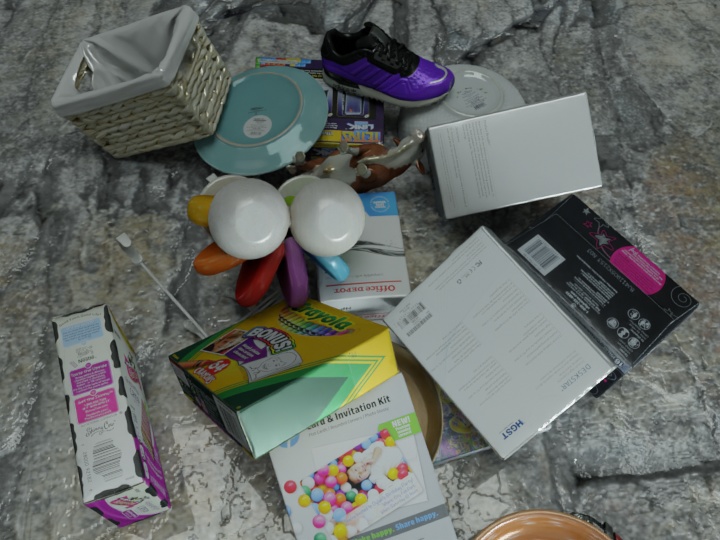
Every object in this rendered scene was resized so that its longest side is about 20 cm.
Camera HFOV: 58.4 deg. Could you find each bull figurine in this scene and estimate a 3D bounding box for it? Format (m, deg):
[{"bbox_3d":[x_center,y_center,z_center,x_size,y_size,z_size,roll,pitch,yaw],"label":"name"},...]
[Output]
[{"bbox_3d":[-0.010,-0.136,0.852,0.199,0.121,0.065,-16,84,28],"label":"bull figurine"}]

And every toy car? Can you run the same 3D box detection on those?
[{"bbox_3d":[-0.092,-0.031,0.728,0.199,0.175,0.151,-3,100,-19],"label":"toy car"}]

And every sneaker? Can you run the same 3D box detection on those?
[{"bbox_3d":[0.034,-0.294,0.905,0.199,0.100,0.070,13,59,13],"label":"sneaker"}]

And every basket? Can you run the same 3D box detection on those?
[{"bbox_3d":[-0.293,-0.251,0.886,0.199,0.123,0.136,-6,57,24],"label":"basket"}]

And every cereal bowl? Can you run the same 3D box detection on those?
[{"bbox_3d":[0.158,-0.237,0.964,0.199,0.083,0.201,1,60,-2],"label":"cereal bowl"}]

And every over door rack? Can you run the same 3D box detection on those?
[{"bbox_3d":[-0.179,0.001,0.809,0.148,0.067,0.200,-40,91,-22],"label":"over door rack"}]

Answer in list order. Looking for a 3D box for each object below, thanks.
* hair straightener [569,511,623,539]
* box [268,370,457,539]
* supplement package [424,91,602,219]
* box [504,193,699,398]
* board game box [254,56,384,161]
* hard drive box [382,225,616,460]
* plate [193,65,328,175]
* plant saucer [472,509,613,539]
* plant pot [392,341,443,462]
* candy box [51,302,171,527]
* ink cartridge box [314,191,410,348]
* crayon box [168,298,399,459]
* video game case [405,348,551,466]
[{"bbox_3d":[0.289,0.338,0.668,0.077,0.041,0.200,-37,69,-22],"label":"hair straightener"},{"bbox_3d":[0.001,0.223,0.664,0.155,0.041,0.201,-18,86,-3],"label":"box"},{"bbox_3d":[0.193,-0.146,0.849,0.199,0.120,0.122,-11,95,4],"label":"supplement package"},{"bbox_3d":[0.277,0.032,0.800,0.132,0.115,0.200,-34,67,-19],"label":"box"},{"bbox_3d":[-0.064,-0.239,0.967,0.199,0.057,0.166,3,62,-1],"label":"board game box"},{"bbox_3d":[0.151,0.076,0.714,0.156,0.077,0.200,-44,77,14],"label":"hard drive box"},{"bbox_3d":[-0.144,-0.221,0.904,0.199,0.026,0.201,-4,61,8],"label":"plate"},{"bbox_3d":[0.188,0.347,0.647,0.199,0.037,0.201,-2,65,5],"label":"plant saucer"},{"bbox_3d":[-0.005,0.172,0.739,0.199,0.028,0.201,-3,63,7],"label":"plant pot"},{"bbox_3d":[-0.263,0.155,0.687,0.061,0.137,0.200,-17,63,-14],"label":"candy box"},{"bbox_3d":[0.000,0.000,0.829,0.115,0.067,0.201,-4,61,-6],"label":"ink cartridge box"},{"bbox_3d":[-0.087,0.098,0.686,0.172,0.058,0.200,-27,22,-28],"label":"crayon box"},{"bbox_3d":[0.110,0.151,0.777,0.199,0.018,0.144,-14,63,-10],"label":"video game case"}]
